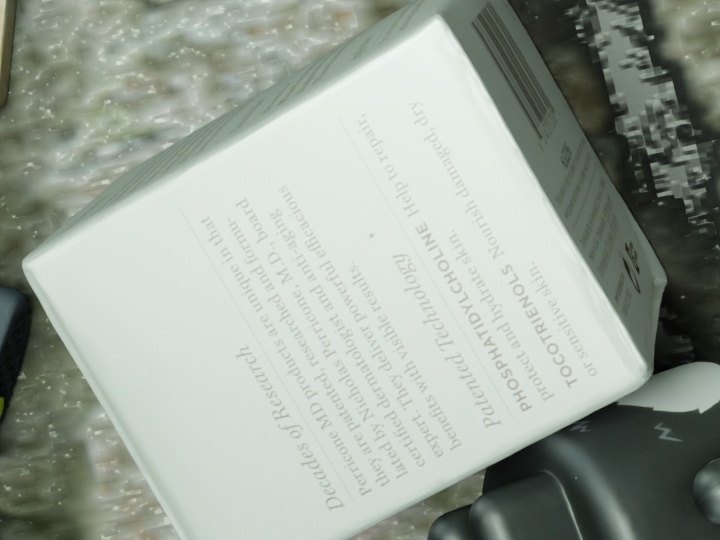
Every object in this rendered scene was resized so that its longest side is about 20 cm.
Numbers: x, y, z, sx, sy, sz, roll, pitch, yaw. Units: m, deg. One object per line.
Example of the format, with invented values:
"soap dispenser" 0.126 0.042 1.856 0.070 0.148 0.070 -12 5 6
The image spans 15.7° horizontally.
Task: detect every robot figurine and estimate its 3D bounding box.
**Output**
"robot figurine" 0.129 0.103 1.085 0.199 0.150 0.125 -16 119 -26

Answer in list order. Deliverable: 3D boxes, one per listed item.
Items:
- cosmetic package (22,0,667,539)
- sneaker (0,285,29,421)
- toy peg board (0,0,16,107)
"cosmetic package" 0.000 0.000 1.085 0.200 0.167 0.167 -29 98 15
"sneaker" -0.216 0.088 1.195 0.078 0.066 0.201 27 106 5
"toy peg board" -0.252 -0.172 1.119 0.199 0.098 0.200 10 105 7
